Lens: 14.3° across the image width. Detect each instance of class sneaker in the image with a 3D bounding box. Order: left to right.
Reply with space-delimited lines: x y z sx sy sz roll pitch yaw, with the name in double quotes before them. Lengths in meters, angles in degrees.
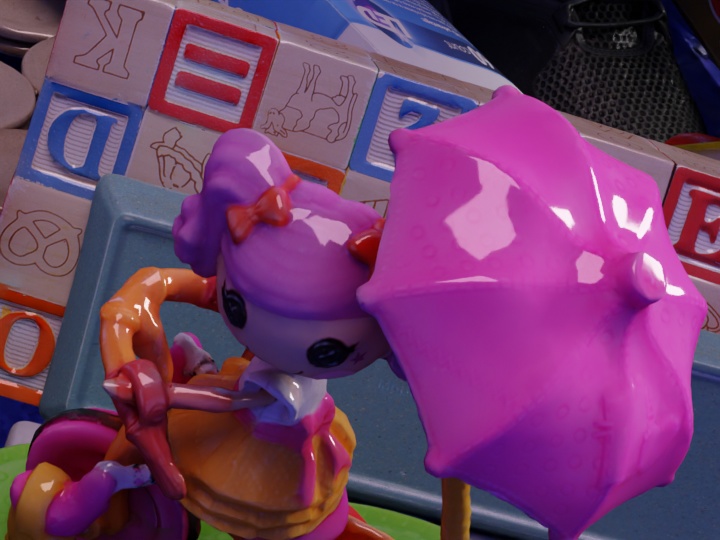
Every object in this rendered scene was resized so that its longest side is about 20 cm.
"sneaker" 0.073 -0.110 0.991 0.076 0.115 0.200 -2 46 -21

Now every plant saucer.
"plant saucer" 0.018 0.033 0.764 0.199 0.070 0.019 15 9 -7

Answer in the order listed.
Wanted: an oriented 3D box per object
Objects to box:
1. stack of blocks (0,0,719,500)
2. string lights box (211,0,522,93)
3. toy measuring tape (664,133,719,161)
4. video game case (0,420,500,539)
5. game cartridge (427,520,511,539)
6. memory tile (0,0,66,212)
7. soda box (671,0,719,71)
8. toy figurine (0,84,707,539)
"stack of blocks" 0.000 0.000 0.796 0.199 0.116 0.059 16 8 -6
"string lights box" -0.032 -0.090 0.936 0.200 0.059 0.103 48 18 30
"toy measuring tape" 0.123 -0.006 0.870 0.073 0.074 0.200 -10 4 -30
"video game case" -0.017 0.130 0.698 0.181 0.022 0.201 14 40 -5
"game cartridge" 0.041 0.128 0.766 0.199 0.042 0.133 -24 51 -39
"memory tile" -0.139 -0.064 0.905 0.153 0.017 0.200 -9 38 -33
"soda box" 0.144 -0.110 1.033 0.064 0.068 0.200 44 14 -49
"toy figurine" -0.001 0.035 0.653 0.199 0.185 0.150 28 40 13
